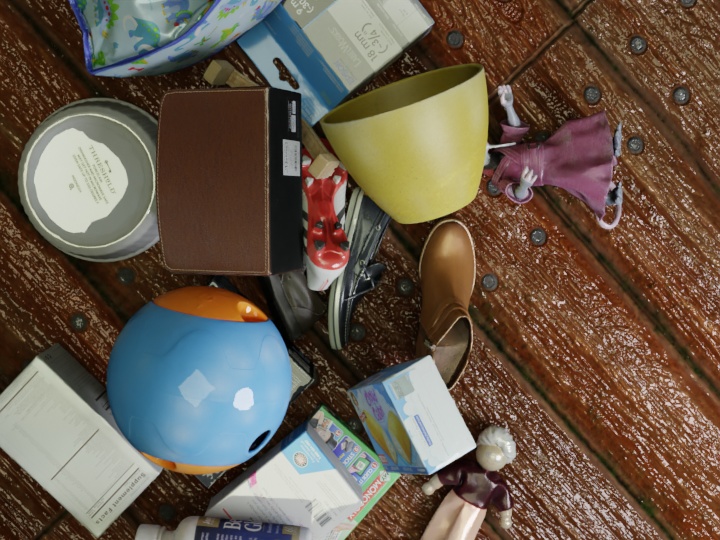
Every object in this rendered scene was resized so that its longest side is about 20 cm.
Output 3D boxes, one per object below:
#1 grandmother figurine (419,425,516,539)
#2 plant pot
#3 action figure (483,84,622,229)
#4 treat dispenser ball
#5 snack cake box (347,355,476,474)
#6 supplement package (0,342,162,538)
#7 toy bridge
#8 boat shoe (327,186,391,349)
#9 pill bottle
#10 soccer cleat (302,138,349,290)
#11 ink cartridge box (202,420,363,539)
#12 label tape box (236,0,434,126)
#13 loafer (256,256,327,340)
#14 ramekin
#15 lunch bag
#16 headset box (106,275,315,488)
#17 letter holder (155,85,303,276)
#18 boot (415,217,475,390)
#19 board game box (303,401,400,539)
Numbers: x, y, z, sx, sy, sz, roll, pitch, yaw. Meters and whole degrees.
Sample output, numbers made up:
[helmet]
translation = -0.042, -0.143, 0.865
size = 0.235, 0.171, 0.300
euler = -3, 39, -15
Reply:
[grandmother figurine]
translation = 0.139, 0.288, 1.423
size = 0.120, 0.061, 0.202
euler = 24, 96, -13
[plant pot]
translation = 0.067, -0.139, 1.323
size = 0.198, 0.200, 0.143
euler = -19, 107, 0
[action figure]
translation = 0.218, -0.135, 1.384
size = 0.197, 0.149, 0.135
euler = 0, 65, 16
[treat dispenser ball]
translation = -0.174, 0.118, 1.229
size = 0.198, 0.201, 0.204
euler = 0, 95, -2
[snack cake box]
translation = 0.054, 0.171, 1.326
size = 0.067, 0.200, 0.116
euler = -28, 87, -15
[supplement package]
translation = -0.342, 0.203, 1.369
size = 0.114, 0.110, 0.200
euler = -45, 95, 2
[toy bridge]
translation = -0.100, -0.182, 1.340
size = 0.200, 0.067, 0.027
euler = 43, 112, 15
[boat shoe]
translation = 0.000, 0.000, 1.384
size = 0.062, 0.075, 0.202
euler = 13, 89, 2
[pill bottle]
translation = -0.158, 0.340, 1.292
size = 0.197, 0.111, 0.113
euler = 6, 95, -2
[soccer cleat]
translation = -0.049, -0.070, 1.352
size = 0.068, 0.085, 0.202
euler = 5, 53, -17
[ink cartridge box]
translation = -0.107, 0.293, 1.379
size = 0.199, 0.068, 0.115
euler = -39, 95, 2
[label tape box]
translation = -0.031, -0.286, 1.361
size = 0.199, 0.063, 0.145
euler = -39, 95, 1
[loafer]
translation = -0.098, -0.018, 1.386
size = 0.071, 0.073, 0.202
euler = -25, 103, -17
[ramekin]
translation = -0.314, -0.107, 1.351
size = 0.200, 0.094, 0.205
euler = 0, 95, -2
[lunch bag]
translation = -0.198, -0.298, 1.275
size = 0.198, 0.170, 0.129
euler = -11, 98, 21
[headset box]
translation = -0.183, 0.135, 1.378
size = 0.174, 0.093, 0.200
euler = 44, 93, -5
[letter holder]
translation = -0.146, -0.099, 1.269
size = 0.140, 0.100, 0.203
euler = 1, 94, 18
[boot]
translation = 0.108, 0.041, 1.349
size = 0.073, 0.155, 0.203
euler = 5, 95, -3
[board game box]
translation = -0.064, 0.286, 1.428
size = 0.134, 0.029, 0.200
euler = 41, 92, -5
